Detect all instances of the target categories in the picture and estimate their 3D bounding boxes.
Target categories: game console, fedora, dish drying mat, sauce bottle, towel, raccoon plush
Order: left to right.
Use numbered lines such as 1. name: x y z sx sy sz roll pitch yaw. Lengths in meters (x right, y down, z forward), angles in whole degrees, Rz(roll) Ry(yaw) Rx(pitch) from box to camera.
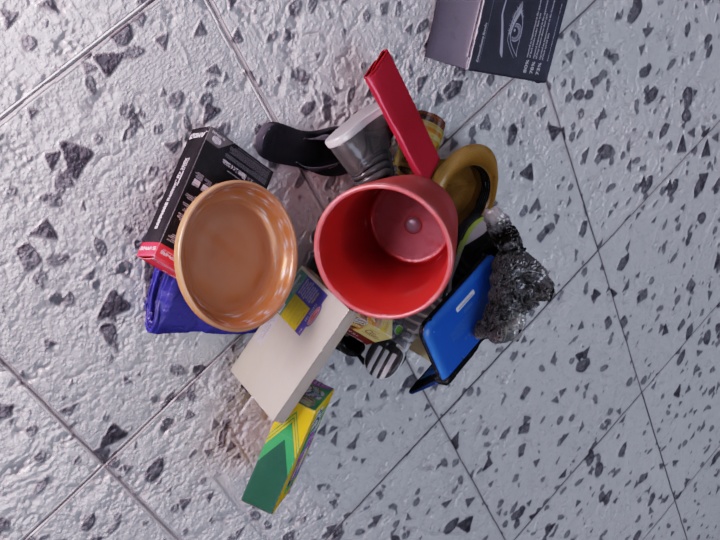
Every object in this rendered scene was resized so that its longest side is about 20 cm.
1. towel: -0.213 0.022 1.414 0.199 0.049 0.148 5 113 -43
2. dish drying mat: 0.064 -0.224 1.446 0.201 0.018 0.077 60 40 -32
3. sauce bottle: 0.079 -0.152 1.539 0.066 0.066 0.201 28 74 -45
4. fedora: 0.149 -0.131 1.629 0.200 0.082 0.202 -29 132 -38
5. game console: 0.146 0.089 1.586 0.200 0.118 0.171 -45 126 -30
6. raccoon plush: 0.206 0.019 1.518 0.134 0.097 0.200 -37 93 -19

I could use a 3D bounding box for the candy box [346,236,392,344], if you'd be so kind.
1. candy box: 0.000 0.000 1.506 0.115 0.055 0.201 35 48 -45

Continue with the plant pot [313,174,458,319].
1. plant pot: 0.055 -0.049 1.403 0.177 0.199 0.202 -45 144 -65

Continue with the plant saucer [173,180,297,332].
1. plant saucer: -0.169 -0.019 1.297 0.199 0.037 0.202 -2 93 -44

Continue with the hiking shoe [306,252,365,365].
1. hiking shoe: -0.025 0.054 1.550 0.076 0.100 0.201 -33 128 -24

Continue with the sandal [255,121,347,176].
1. sandal: -0.065 -0.176 1.448 0.199 0.043 0.077 -3 111 -40

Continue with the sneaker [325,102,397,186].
1. sneaker: 0.028 -0.194 1.464 0.200 0.070 0.100 -45 114 -44

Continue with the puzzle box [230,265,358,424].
1. puzzle box: -0.100 0.107 1.435 0.025 0.133 0.201 27 101 -47

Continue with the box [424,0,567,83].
1. box: 0.218 -0.390 1.551 0.199 0.104 0.149 0 110 -41

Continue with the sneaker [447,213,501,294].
1. sneaker: 0.196 -0.005 1.630 0.072 0.083 0.201 -38 149 -29

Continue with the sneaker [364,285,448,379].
1. sneaker: 0.070 0.088 1.570 0.201 0.075 0.116 -55 172 -9

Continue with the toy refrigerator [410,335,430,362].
1. toy refrigerator: 0.083 0.090 1.672 0.070 0.076 0.200 -45 136 11

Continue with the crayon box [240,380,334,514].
1. crayon box: -0.111 0.269 1.533 0.200 0.058 0.174 -21 134 -83

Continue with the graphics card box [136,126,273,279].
1. graphics card box: -0.208 -0.078 1.318 0.125 0.051 0.201 33 69 -38
